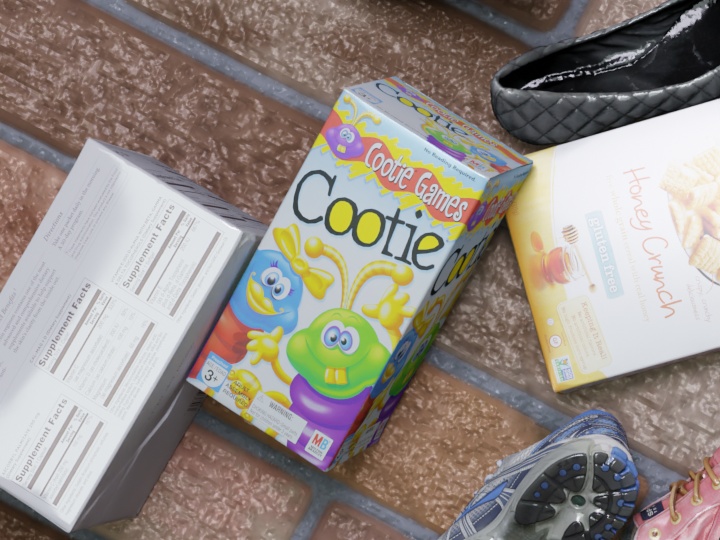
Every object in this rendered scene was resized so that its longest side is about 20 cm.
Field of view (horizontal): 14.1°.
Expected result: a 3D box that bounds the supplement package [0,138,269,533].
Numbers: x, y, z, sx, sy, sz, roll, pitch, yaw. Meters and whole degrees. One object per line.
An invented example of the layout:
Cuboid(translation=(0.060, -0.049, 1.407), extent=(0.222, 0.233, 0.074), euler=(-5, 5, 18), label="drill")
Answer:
Cuboid(translation=(-0.147, 0.038, 1.723), extent=(0.111, 0.156, 0.200), euler=(32, 94, 9), label="supplement package")

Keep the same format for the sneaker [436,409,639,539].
Cuboid(translation=(0.093, 0.156, 1.722), extent=(0.077, 0.085, 0.200), euler=(42, 118, -15), label="sneaker")

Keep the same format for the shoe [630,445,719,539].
Cuboid(translation=(0.207, 0.136, 1.696), extent=(0.091, 0.071, 0.201), euler=(9, 94, 5), label="shoe")

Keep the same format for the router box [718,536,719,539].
Cuboid(translation=(0.288, 0.156, 1.645), extent=(0.150, 0.062, 0.201), euler=(26, 91, -28), label="router box")

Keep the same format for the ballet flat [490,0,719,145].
Cuboid(translation=(0.172, -0.127, 1.717), extent=(0.199, 0.057, 0.067), euler=(-24, 65, 8), label="ballet flat")

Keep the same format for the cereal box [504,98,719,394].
Cuboid(translation=(0.193, -0.021, 1.721), extent=(0.199, 0.040, 0.144), euler=(-17, 83, 10), label="cereal box")

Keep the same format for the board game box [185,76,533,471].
Cuboid(translation=(0.000, 0.000, 1.704), extent=(0.105, 0.103, 0.200), euler=(32, 105, 12), label="board game box")
